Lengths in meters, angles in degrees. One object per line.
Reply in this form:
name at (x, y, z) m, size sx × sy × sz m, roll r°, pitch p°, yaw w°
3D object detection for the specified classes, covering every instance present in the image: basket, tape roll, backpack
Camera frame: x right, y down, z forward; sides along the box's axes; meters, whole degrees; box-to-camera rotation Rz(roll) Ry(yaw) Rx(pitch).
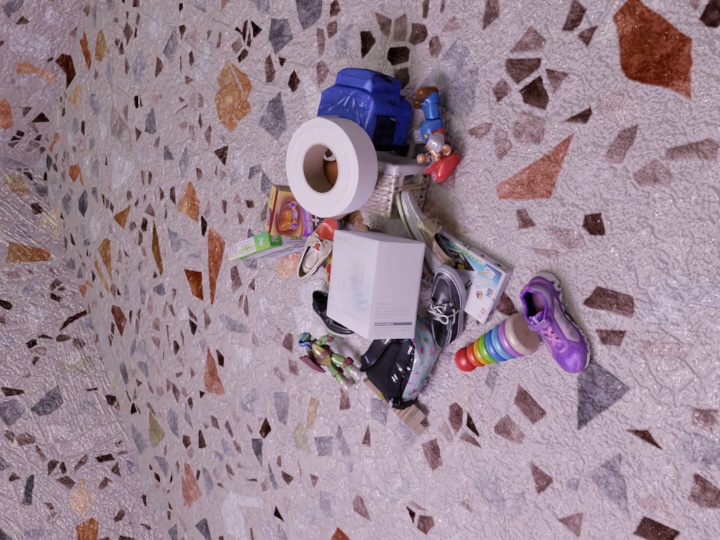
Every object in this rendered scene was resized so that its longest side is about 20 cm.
basket at (0.047, -0.203, 1.289) m, size 0.199 × 0.135 × 0.125 m, roll 24°, pitch 116°, yaw 40°
tape roll at (-0.063, -0.216, 1.162) m, size 0.201 × 0.071 × 0.205 m, roll 13°, pitch 110°, yaw 36°
backpack at (0.028, -0.352, 1.238) m, size 0.162 × 0.199 × 0.169 m, roll 29°, pitch 110°, yaw 30°
backpack at (0.098, 0.201, 1.296) m, size 0.167 × 0.126 × 0.201 m, roll 41°, pitch 129°, yaw 31°

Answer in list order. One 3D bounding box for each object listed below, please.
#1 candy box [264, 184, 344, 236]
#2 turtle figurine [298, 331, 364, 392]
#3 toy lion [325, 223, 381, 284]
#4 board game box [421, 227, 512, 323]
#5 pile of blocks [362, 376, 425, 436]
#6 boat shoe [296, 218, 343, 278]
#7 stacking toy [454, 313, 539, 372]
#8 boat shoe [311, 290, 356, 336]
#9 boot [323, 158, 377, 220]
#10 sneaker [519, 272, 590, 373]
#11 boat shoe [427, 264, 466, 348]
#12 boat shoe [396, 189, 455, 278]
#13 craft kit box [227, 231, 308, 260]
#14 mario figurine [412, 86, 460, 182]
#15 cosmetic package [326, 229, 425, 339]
candy box at (-0.136, -0.149, 1.425) m, size 0.056 × 0.198 × 0.118 m, roll 43°, pitch 125°, yaw 50°
turtle figurine at (-0.067, 0.214, 1.502) m, size 0.194 × 0.200 × 0.144 m, roll 44°, pitch 97°, yaw 4°
toy lion at (0.000, 0.000, 1.374) m, size 0.192 × 0.068 × 0.201 m, roll -50°, pitch 55°, yaw 22°
board game box at (0.221, 0.008, 1.213) m, size 0.200 × 0.034 × 0.127 m, roll 38°, pitch 121°, yaw 34°
pile of blocks at (0.094, 0.318, 1.381) m, size 0.062 × 0.082 × 0.200 m, roll -44°, pitch 68°, yaw -9°
boat shoe at (-0.106, -0.062, 1.405) m, size 0.071 × 0.063 × 0.201 m, roll 35°, pitch 122°, yaw 1°
stacking toy at (0.274, 0.165, 1.163) m, size 0.200 × 0.085 × 0.086 m, roll -41°, pitch 68°, yaw 47°
boat shoe at (-0.070, 0.105, 1.460) m, size 0.199 × 0.074 × 0.067 m, roll 39°, pitch 147°, yaw 52°
boot at (-0.048, -0.229, 1.235) m, size 0.154 × 0.073 × 0.201 m, roll -35°, pitch 86°, yaw 46°
sneaker at (0.359, 0.104, 1.056) m, size 0.080 × 0.088 × 0.202 m, roll -33°, pitch 74°, yaw 41°
boat shoe at (0.177, 0.082, 1.192) m, size 0.073 × 0.068 × 0.201 m, roll 27°, pitch 139°, yaw 32°
boat shoe at (0.141, -0.086, 1.194) m, size 0.068 × 0.075 × 0.201 m, roll -20°, pitch 104°, yaw 25°
craft kit box at (-0.233, -0.070, 1.536) m, size 0.199 × 0.196 × 0.049 m, roll -14°, pitch 87°, yaw 44°
mario figurine at (0.143, -0.285, 1.193) m, size 0.105 × 0.123 × 0.202 m, roll -17°, pitch 80°, yaw 32°
cosmetic package at (0.027, 0.023, 1.193) m, size 0.199 × 0.122 × 0.202 m, roll 19°, pitch 104°, yaw 60°
